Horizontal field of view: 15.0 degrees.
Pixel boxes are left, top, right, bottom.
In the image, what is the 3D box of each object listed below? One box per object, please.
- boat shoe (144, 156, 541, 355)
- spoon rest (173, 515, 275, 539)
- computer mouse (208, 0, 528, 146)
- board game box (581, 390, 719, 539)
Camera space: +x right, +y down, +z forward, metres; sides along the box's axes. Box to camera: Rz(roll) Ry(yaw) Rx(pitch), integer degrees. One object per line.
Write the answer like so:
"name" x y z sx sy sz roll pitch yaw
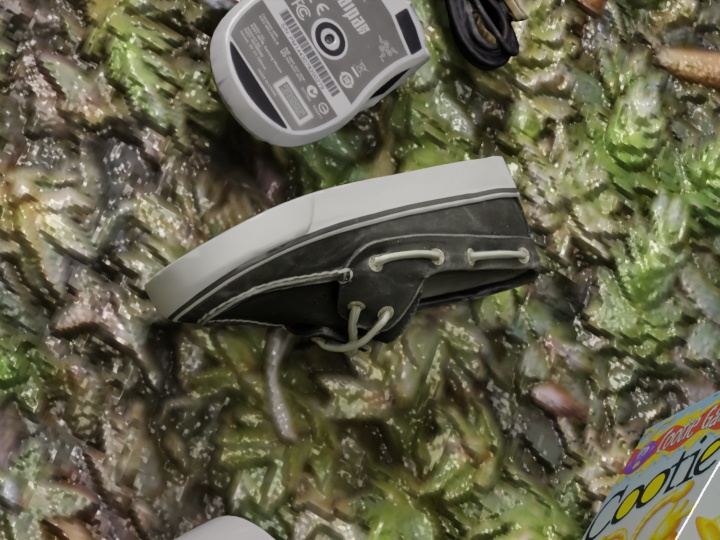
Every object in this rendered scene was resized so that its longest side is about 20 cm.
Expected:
"boat shoe" 0.000 0.000 1.176 0.200 0.071 0.064 -16 78 -37
"spoon rest" -0.014 0.188 1.094 0.099 0.061 0.200 -28 85 -36
"computer mouse" -0.007 -0.112 1.239 0.200 0.044 0.110 -34 95 -42
"board game box" 0.145 0.156 1.178 0.103 0.105 0.200 43 54 -9
